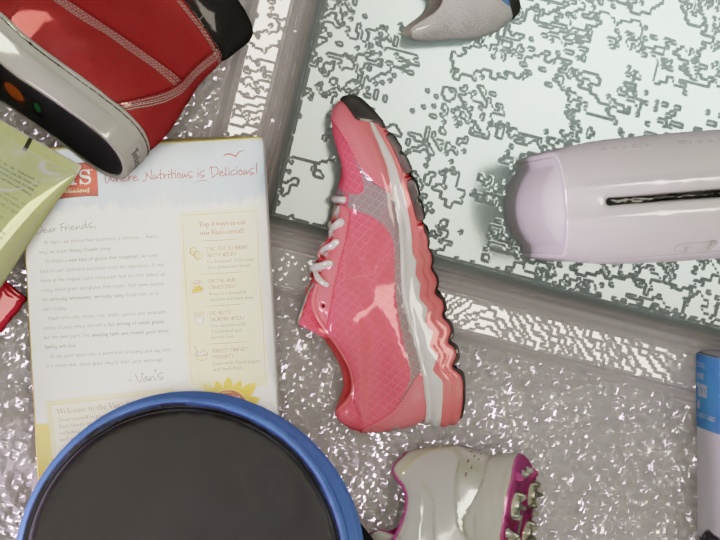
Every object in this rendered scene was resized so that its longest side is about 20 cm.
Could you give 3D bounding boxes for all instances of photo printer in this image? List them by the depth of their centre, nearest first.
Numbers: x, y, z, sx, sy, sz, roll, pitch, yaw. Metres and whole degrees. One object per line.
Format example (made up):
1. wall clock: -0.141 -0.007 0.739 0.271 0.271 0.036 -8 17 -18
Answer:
1. photo printer: 0.174 -0.041 1.470 0.166 0.200 0.070 -4 91 -4

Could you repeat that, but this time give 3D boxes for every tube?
1. tube: -0.235 0.011 1.493 0.058 0.052 0.200 30 88 -19

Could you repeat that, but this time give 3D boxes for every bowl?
1. bowl: -0.097 0.166 1.467 0.200 0.039 0.201 -1 80 5

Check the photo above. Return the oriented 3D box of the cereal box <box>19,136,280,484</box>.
1. cereal box: -0.120 0.025 1.525 0.143 0.040 0.201 -2 90 -3

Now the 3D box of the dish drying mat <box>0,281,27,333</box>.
1. dish drying mat: -0.286 0.067 1.524 0.077 0.018 0.200 42 88 -3

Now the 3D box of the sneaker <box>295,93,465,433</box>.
1. sneaker: 0.000 0.000 1.519 0.086 0.074 0.201 -14 92 -3

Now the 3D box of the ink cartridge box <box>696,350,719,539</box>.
1. ink cartridge box: 0.273 0.147 1.537 0.145 0.084 0.201 -1 91 -5

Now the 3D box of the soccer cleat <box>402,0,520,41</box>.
1. soccer cleat: 0.032 -0.228 1.520 0.086 0.070 0.201 -19 92 -5

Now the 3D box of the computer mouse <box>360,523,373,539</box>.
1. computer mouse: 0.018 0.182 1.490 0.200 0.034 0.059 36 116 37

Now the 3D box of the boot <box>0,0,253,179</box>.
1. boot: -0.167 -0.161 1.515 0.200 0.072 0.144 36 67 8

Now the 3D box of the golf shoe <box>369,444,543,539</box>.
1. golf shoe: 0.043 0.197 1.534 0.091 0.075 0.201 14 90 16
